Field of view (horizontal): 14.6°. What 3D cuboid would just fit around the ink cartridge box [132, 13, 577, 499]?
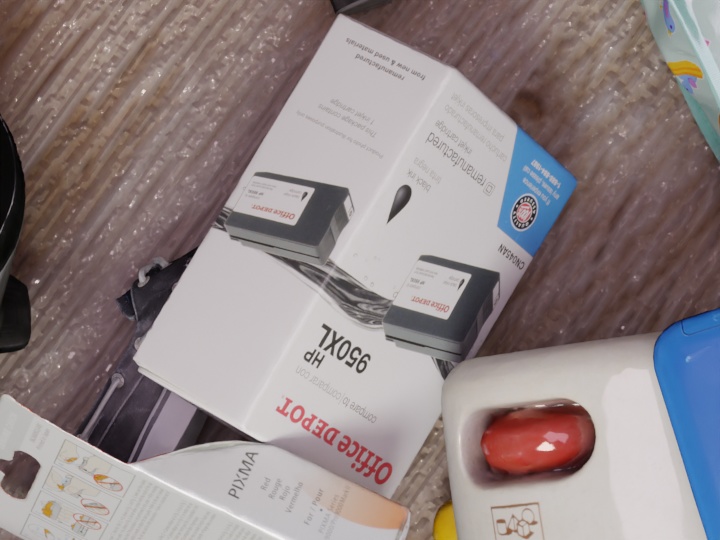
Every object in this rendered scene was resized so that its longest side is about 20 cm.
[{"bbox_3d":[0.000,0.000,1.387,0.084,0.144,0.201,28,86,37],"label":"ink cartridge box"}]

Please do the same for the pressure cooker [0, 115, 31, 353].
[{"bbox_3d":[-0.257,0.001,1.380,0.176,0.200,0.179,38,54,9],"label":"pressure cooker"}]

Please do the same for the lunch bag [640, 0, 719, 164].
[{"bbox_3d":[0.232,-0.139,1.415,0.170,0.122,0.201,-26,81,-1],"label":"lunch bag"}]

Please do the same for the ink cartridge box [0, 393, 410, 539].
[{"bbox_3d":[-0.089,0.117,1.376,0.199,0.162,0.050,29,62,-3],"label":"ink cartridge box"}]

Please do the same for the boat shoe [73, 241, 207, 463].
[{"bbox_3d":[-0.092,0.023,1.438,0.067,0.072,0.201,26,90,7],"label":"boat shoe"}]

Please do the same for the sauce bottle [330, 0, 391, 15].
[{"bbox_3d":[-0.025,-0.232,1.452,0.064,0.065,0.201,-17,89,0],"label":"sauce bottle"}]

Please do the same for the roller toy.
[{"bbox_3d":[0.132,0.103,1.370,0.198,0.182,0.141,-7,87,0],"label":"roller toy"}]

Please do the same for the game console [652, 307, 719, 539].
[{"bbox_3d":[0.248,0.096,1.290,0.170,0.118,0.201,-18,85,17],"label":"game console"}]
